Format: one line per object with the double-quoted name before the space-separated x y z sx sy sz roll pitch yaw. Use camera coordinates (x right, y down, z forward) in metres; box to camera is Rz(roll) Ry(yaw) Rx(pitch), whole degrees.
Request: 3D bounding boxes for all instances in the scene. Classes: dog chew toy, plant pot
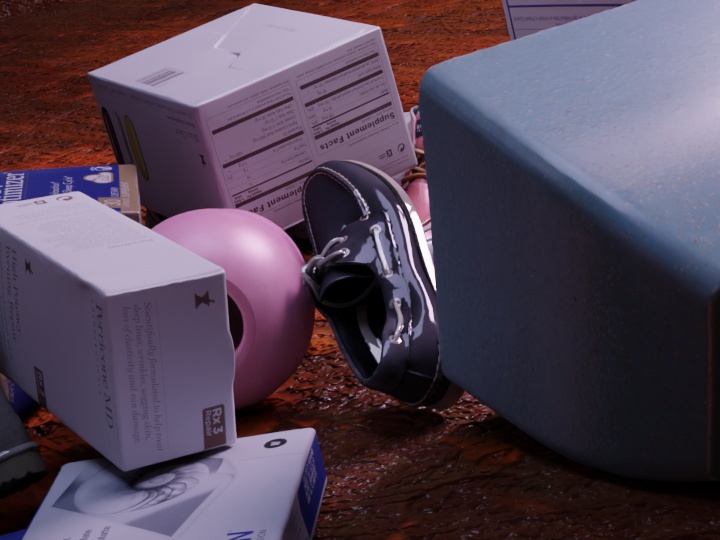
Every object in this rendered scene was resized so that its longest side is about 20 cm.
"dog chew toy" -0.087 0.016 1.183 0.124 0.125 0.200 -12 9 5
"plant pot" 0.166 -0.005 0.943 0.195 0.197 0.200 -19 34 -19

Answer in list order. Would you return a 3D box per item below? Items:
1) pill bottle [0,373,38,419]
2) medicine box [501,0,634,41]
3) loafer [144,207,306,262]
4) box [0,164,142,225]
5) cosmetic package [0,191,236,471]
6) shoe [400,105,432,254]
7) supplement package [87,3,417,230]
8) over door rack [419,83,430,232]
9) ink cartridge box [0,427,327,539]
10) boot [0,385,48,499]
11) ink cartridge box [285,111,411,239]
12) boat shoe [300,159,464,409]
"pill bottle" -0.245 0.042 1.214 0.116 0.116 0.200 -7 18 20
"medicine box" 0.212 -0.189 1.457 0.103 0.200 0.182 -27 22 -32
"loafer" -0.110 -0.019 1.395 0.072 0.063 0.200 -23 19 -30
"box" -0.242 -0.035 1.209 0.200 0.032 0.121 -6 19 -7
"cosmetic package" -0.145 0.028 1.034 0.074 0.102 0.200 -12 19 -27
"shoe" 0.051 -0.070 1.384 0.071 0.091 0.200 -4 19 28
"supplement package" -0.083 -0.111 1.375 0.156 0.111 0.200 -26 23 -22
"over door rack" 0.083 -0.059 1.221 0.200 0.067 0.148 -9 -36 -49
"ink cartridge box" -0.125 0.145 0.921 0.200 0.041 0.200 -11 17 8
"boot" -0.285 0.055 1.051 0.182 0.200 0.073 -22 -10 -22
"ink cartridge box" -0.052 -0.072 1.513 0.200 0.068 0.116 -6 18 25
"boat shoe" 0.000 0.000 1.101 0.063 0.073 0.200 7 38 -34
